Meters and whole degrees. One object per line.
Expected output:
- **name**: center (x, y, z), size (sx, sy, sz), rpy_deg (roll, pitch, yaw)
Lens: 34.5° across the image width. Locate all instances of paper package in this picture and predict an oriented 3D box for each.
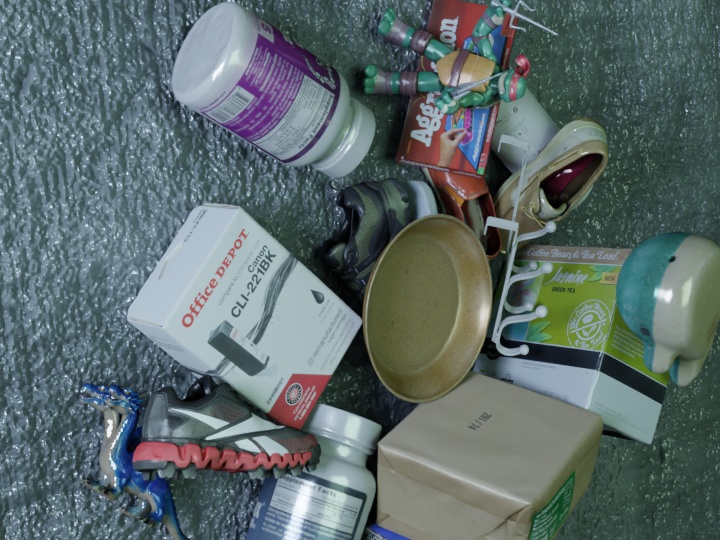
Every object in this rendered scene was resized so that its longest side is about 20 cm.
- **paper package**: center (0.137, 0.210, 1.237), size (0.199, 0.188, 0.105), rpy_deg (-33, 132, -51)

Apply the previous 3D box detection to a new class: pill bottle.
- **pill bottle**: center (-0.081, -0.174, 1.167), size (0.199, 0.112, 0.114), rpy_deg (29, 76, -36)
- **pill bottle**: center (-0.049, 0.246, 1.214), size (0.119, 0.119, 0.203), rpy_deg (26, 77, -36)

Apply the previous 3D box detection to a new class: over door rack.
- **over door rack**: center (0.181, -0.024, 1.287), size (0.149, 0.065, 0.202), rpy_deg (-75, 162, -44)

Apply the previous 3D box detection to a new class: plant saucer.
- **plant saucer**: center (0.066, 0.039, 1.248), size (0.198, 0.035, 0.204), rpy_deg (-9, 103, -43)

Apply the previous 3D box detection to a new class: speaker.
- **speaker**: center (0.203, -0.157, 1.408), size (0.200, 0.081, 0.082), rpy_deg (44, 68, -31)

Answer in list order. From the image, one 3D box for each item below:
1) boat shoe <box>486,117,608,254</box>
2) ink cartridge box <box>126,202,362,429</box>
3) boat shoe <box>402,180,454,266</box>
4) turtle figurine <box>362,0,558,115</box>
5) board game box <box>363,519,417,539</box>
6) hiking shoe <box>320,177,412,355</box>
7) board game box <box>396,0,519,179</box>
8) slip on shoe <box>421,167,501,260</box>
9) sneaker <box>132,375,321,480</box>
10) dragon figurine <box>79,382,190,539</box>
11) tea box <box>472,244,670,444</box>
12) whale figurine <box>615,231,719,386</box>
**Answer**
- **boat shoe**: center (0.218, -0.089, 1.369), size (0.073, 0.067, 0.201), rpy_deg (24, 121, -22)
- **ink cartridge box**: center (-0.114, 0.049, 1.173), size (0.200, 0.083, 0.145), rpy_deg (43, 69, -31)
- **boat shoe**: center (0.080, -0.004, 1.328), size (0.068, 0.073, 0.203), rpy_deg (-13, 97, -44)
- **turtle figurine**: center (0.109, -0.220, 1.263), size (0.101, 0.197, 0.151), rpy_deg (70, 38, -56)
- **board game box**: center (0.086, 0.353, 1.291), size (0.158, 0.096, 0.203), rpy_deg (-25, 126, -43)
- **hiking shoe**: center (0.000, 0.000, 1.278), size (0.099, 0.076, 0.204), rpy_deg (-1, 92, -21)
- **board game box**: center (0.112, -0.210, 1.321), size (0.019, 0.101, 0.203), rpy_deg (65, 38, -74)
- **slip on shoe**: center (0.121, -0.101, 1.361), size (0.073, 0.061, 0.203), rpy_deg (-26, 107, -32)
- **sneaker**: center (-0.122, 0.151, 1.108), size (0.198, 0.070, 0.100), rpy_deg (8, 74, -34)
- **dragon figurine**: center (-0.204, 0.190, 1.128), size (0.200, 0.058, 0.100), rpy_deg (45, 67, -29)
- **tea box**: center (0.262, 0.084, 1.395), size (0.133, 0.199, 0.200), rpy_deg (27, 75, -35)
- **whale figurine**: center (0.342, 0.043, 1.284), size (0.160, 0.103, 0.201), rpy_deg (-57, 145, -22)
